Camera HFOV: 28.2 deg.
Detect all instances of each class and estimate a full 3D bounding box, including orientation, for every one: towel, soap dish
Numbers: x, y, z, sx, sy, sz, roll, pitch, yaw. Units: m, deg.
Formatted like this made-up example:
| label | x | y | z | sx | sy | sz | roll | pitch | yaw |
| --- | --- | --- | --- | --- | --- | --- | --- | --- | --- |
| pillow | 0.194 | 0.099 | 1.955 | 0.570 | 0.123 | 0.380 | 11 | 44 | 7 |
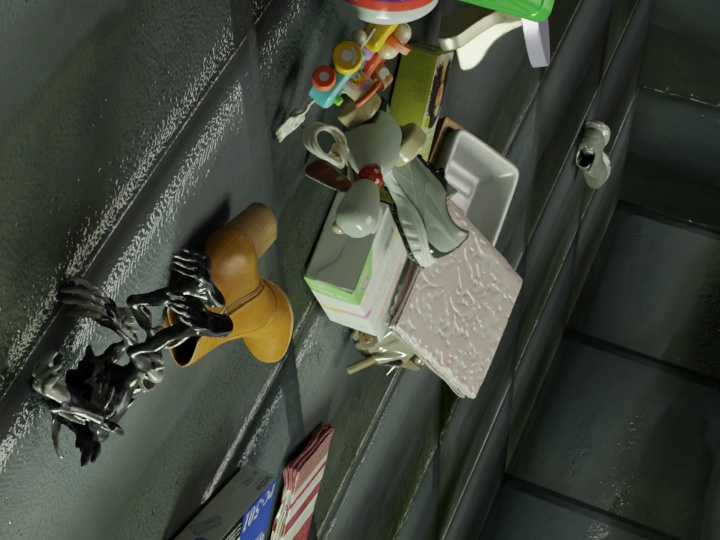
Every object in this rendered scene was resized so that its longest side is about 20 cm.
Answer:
| label | x | y | z | sx | sy | sz | roll | pitch | yaw |
| --- | --- | --- | --- | --- | --- | --- | --- | --- | --- |
| towel | -0.084 | 0.311 | 1.851 | 0.144 | 0.023 | 0.202 | -42 | 149 | -65 |
| soap dish | 0.115 | -0.080 | 1.887 | 0.157 | 0.081 | 0.202 | 29 | 79 | -42 |
| towel | 0.122 | 0.038 | 1.825 | 0.200 | 0.032 | 0.192 | 44 | 62 | -41 |

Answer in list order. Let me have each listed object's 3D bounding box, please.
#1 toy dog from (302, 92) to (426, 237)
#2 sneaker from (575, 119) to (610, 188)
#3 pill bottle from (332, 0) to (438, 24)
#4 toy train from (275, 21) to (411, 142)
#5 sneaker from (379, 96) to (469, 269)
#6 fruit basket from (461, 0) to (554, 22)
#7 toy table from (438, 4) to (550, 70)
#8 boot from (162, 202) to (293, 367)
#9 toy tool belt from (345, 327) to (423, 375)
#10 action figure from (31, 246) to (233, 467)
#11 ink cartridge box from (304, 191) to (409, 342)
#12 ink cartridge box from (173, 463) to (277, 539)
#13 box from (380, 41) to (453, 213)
| label | x | y | z | sx | sy | sz | roll | pitch | yaw |
| --- | --- | --- | --- | --- | --- | --- | --- | --- | --- |
| toy dog | -0.007 | -0.106 | 1.517 | 0.096 | 0.132 | 0.200 | -34 | -174 | 38 |
| sneaker | 0.519 | -0.247 | 3.256 | 0.092 | 0.075 | 0.201 | -54 | 150 | -29 |
| pill bottle | 0.028 | -0.339 | 1.327 | 0.113 | 0.111 | 0.201 | -55 | 157 | -46 |
| toy train | -0.001 | -0.190 | 1.421 | 0.151 | 0.055 | 0.200 | -54 | 177 | 42 |
| sneaker | 0.061 | -0.107 | 1.638 | 0.074 | 0.079 | 0.202 | -17 | 84 | -86 |
| fruit basket | 0.138 | -0.360 | 1.520 | 0.215 | 0.214 | 0.157 | -26 | 133 | -69 |
| toy table | 0.157 | -0.330 | 1.705 | 0.184 | 0.116 | 0.202 | -72 | 153 | -57 |
| boot | -0.128 | 0.047 | 1.331 | 0.144 | 0.070 | 0.202 | -50 | 151 | -40 |
| toy tool belt | 0.049 | 0.073 | 1.912 | 0.123 | 0.125 | 0.200 | -47 | 173 | 24 |
| action figure | -0.187 | 0.060 | 1.054 | 0.200 | 0.102 | 0.119 | -38 | -146 | 26 |
| ink cartridge box | 0.000 | 0.000 | 1.700 | 0.200 | 0.067 | 0.118 | 64 | 45 | -68 |
| ink cartridge box | -0.155 | 0.297 | 1.539 | 0.200 | 0.044 | 0.095 | -43 | 150 | -61 |
| box | 0.061 | -0.174 | 1.748 | 0.075 | 0.050 | 0.202 | -35 | 141 | -66 |
